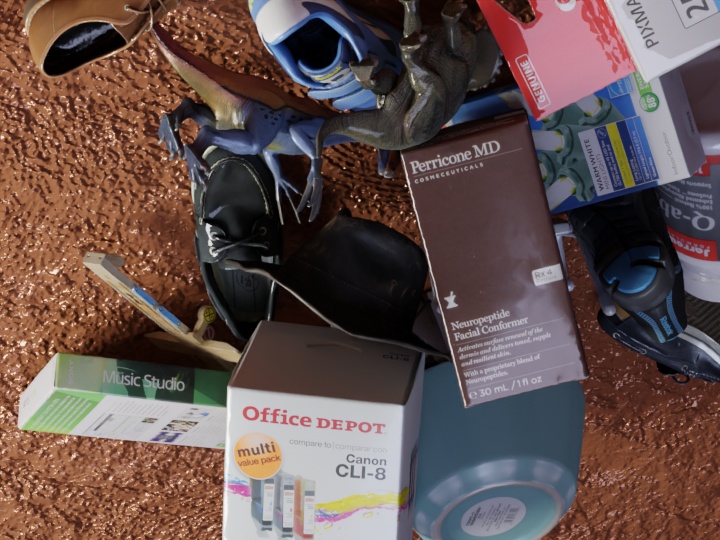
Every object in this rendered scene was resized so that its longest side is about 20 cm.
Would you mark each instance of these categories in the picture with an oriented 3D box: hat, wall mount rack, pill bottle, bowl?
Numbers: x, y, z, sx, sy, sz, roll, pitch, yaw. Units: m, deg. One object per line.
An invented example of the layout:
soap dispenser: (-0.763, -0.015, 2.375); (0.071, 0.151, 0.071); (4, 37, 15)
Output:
hat: (0.000, 0.000, 1.562); (0.200, 0.200, 0.081); (24, 95, -33)
wall mount rack: (0.126, 0.003, 1.654); (0.198, 0.174, 0.075); (-10, 94, -4)
pill bottle: (0.290, -0.074, 1.644); (0.115, 0.116, 0.201); (-15, 136, 1)
bowl: (0.109, 0.171, 1.746); (0.199, 0.106, 0.202); (-9, 141, -7)

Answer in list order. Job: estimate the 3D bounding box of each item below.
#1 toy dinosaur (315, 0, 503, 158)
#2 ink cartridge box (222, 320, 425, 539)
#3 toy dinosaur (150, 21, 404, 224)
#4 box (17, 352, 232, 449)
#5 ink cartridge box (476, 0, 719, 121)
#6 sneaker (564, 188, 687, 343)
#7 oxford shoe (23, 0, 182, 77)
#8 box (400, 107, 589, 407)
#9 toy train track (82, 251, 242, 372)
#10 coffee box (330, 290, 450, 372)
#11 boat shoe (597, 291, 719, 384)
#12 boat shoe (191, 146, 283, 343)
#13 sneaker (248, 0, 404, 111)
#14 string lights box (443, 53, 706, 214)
toy dinosaur: (0.045, -0.135, 1.466); (0.076, 0.201, 0.103); (9, 142, 35)
ink cartridge box: (-0.029, 0.161, 1.627); (0.144, 0.145, 0.202); (5, 109, 7)
toy dinosaur: (-0.051, -0.109, 1.529); (0.180, 0.105, 0.202); (-18, 118, -23)
box: (-0.180, 0.113, 1.736); (0.198, 0.037, 0.144); (6, 160, -21)
ink cartridge box: (0.161, -0.225, 1.435); (0.175, 0.045, 0.201); (-27, 105, 8)
sneaker: (0.208, -0.026, 1.603); (0.073, 0.201, 0.082); (-23, 131, 15)
oxford shoe: (-0.150, -0.198, 1.441); (0.199, 0.072, 0.071); (-32, 132, 17)
box: (0.101, -0.010, 1.516); (0.099, 0.075, 0.202); (-14, 100, 5)
toy train track: (-0.155, 0.032, 1.686); (0.114, 0.033, 0.200); (7, 155, 42)
coffee box: (0.082, 0.079, 1.775); (0.198, 0.080, 0.114); (-13, 139, 0)
boat shoe: (0.293, 0.063, 1.822); (0.199, 0.075, 0.062); (26, 130, -28)
boat shoe: (-0.097, -0.017, 1.641); (0.074, 0.066, 0.200); (-4, 136, -8)
sneaker: (-0.015, -0.157, 1.508); (0.074, 0.083, 0.200); (-36, 136, 21)
string lights box: (0.152, -0.100, 1.554); (0.198, 0.059, 0.104); (-16, 99, 26)
